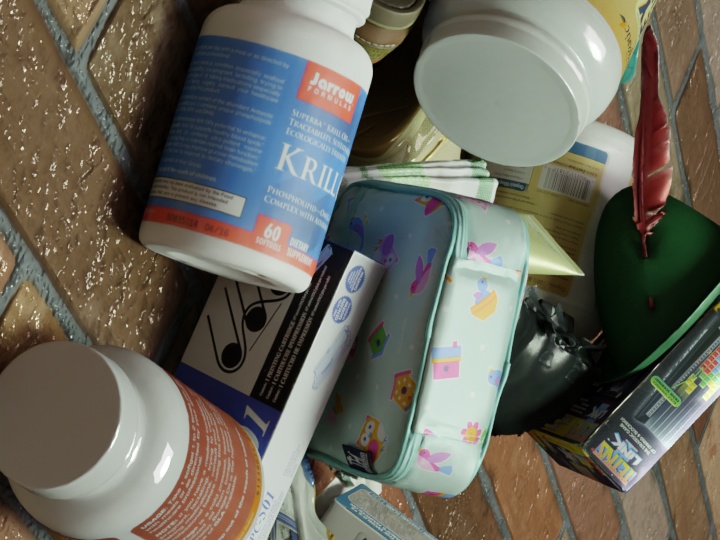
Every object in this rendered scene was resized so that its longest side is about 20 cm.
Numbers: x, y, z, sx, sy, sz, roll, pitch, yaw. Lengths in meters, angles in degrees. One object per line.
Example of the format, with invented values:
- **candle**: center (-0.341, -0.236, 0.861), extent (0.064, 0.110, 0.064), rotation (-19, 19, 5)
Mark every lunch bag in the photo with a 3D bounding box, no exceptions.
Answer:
- **lunch bag**: center (0.024, 0.044, 1.509), extent (0.077, 0.160, 0.201), rotation (13, 91, -36)

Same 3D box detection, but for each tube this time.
- **tube**: center (0.069, -0.026, 1.682), extent (0.199, 0.052, 0.058), rotation (5, 75, -36)

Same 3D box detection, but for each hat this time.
- **hat**: center (0.195, -0.042, 1.809), extent (0.200, 0.176, 0.166), rotation (-49, -172, -20)

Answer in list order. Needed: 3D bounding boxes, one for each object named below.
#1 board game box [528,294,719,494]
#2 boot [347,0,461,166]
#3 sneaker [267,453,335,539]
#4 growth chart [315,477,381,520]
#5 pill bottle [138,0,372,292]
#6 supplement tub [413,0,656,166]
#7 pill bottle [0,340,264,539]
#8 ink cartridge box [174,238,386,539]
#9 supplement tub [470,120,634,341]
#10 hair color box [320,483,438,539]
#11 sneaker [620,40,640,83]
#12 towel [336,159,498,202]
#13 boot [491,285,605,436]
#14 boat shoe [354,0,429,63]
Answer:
- **board game box**: center (0.223, 0.091, 1.853), extent (0.165, 0.057, 0.200), rotation (-47, -171, -5)
- **boot**: center (0.059, -0.104, 1.738), extent (0.200, 0.073, 0.156), rotation (-52, 147, -32)
- **sneaker**: center (-0.073, 0.161, 1.516), extent (0.088, 0.201, 0.075), rotation (-14, 151, -20)
- **growth chart**: center (-0.043, 0.202, 1.686), extent (0.200, 0.018, 0.145), rotation (-44, 157, -32)
- **pill bottle**: center (-0.057, -0.096, 1.424), extent (0.112, 0.112, 0.201), rotation (29, 77, -67)
- **supplement tub**: center (0.128, -0.184, 1.625), extent (0.145, 0.144, 0.200), rotation (78, 31, -47)
- **pill bottle**: center (-0.138, 0.108, 1.352), extent (0.113, 0.112, 0.200), rotation (-71, 158, -12)
- **ink cartridge box**: center (-0.067, 0.069, 1.476), extent (0.044, 0.094, 0.201), rotation (24, 89, -54)
- **supplement tub**: center (0.145, -0.024, 1.904), extent (0.145, 0.144, 0.201), rotation (29, 76, -67)
- **hair color box**: center (-0.018, 0.265, 1.664), extent (0.201, 0.100, 0.060), rotation (-59, 165, 18)
- **sneaker**: center (0.165, -0.187, 1.885), extent (0.200, 0.120, 0.084), rotation (-27, 128, -61)
- **towel**: center (0.000, 0.000, 1.589), extent (0.199, 0.031, 0.150), rotation (-4, 108, -31)
- **boot**: center (0.080, 0.088, 1.770), extent (0.198, 0.074, 0.162), rotation (-39, 145, 11)
- **boat shoe**: center (0.026, -0.222, 1.620), extent (0.200, 0.072, 0.068), rotation (-62, -179, -43)
